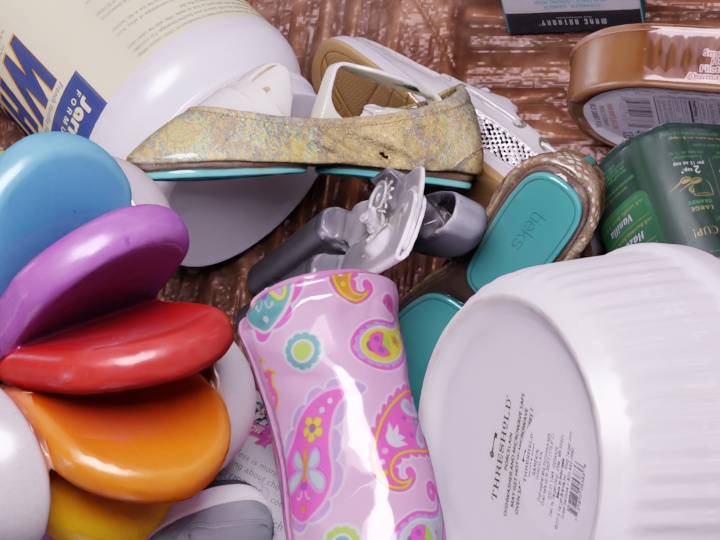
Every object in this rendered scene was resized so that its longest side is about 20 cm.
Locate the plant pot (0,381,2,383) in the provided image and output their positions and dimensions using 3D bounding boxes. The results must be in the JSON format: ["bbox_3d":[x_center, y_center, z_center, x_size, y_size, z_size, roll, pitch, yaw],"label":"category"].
[{"bbox_3d":[-0.272,0.048,1.144,0.200,0.193,0.201,-5,64,10],"label":"plant pot"}]

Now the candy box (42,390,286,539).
[{"bbox_3d":[-0.096,0.157,1.123,0.168,0.072,0.200,27,74,22],"label":"candy box"}]

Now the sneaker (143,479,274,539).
[{"bbox_3d":[-0.093,0.182,0.993,0.200,0.084,0.121,-33,48,-29],"label":"sneaker"}]

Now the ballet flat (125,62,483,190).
[{"bbox_3d":[-0.027,-0.076,1.105,0.199,0.071,0.071,0,60,-25],"label":"ballet flat"}]

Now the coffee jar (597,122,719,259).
[{"bbox_3d":[0.190,0.026,1.106,0.104,0.085,0.200,4,59,-27],"label":"coffee jar"}]

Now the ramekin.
[{"bbox_3d":[0.111,0.087,1.029,0.105,0.200,0.201,0,58,-31],"label":"ramekin"}]

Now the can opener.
[{"bbox_3d":[0.000,0.000,1.131,0.067,0.200,0.053,21,66,-18],"label":"can opener"}]

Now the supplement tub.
[{"bbox_3d":[-0.125,-0.111,1.214,0.145,0.145,0.200,-41,64,-9],"label":"supplement tub"}]

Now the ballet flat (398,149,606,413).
[{"bbox_3d":[0.070,0.012,1.137,0.071,0.065,0.200,45,123,5],"label":"ballet flat"}]

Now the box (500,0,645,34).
[{"bbox_3d":[0.110,-0.204,1.176,0.082,0.200,0.049,0,65,12],"label":"box"}]

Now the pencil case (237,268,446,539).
[{"bbox_3d":[-0.006,0.102,1.043,0.087,0.087,0.201,-12,73,6],"label":"pencil case"}]

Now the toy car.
[{"bbox_3d":[-0.129,0.025,0.976,0.175,0.150,0.200,-21,81,-40],"label":"toy car"}]

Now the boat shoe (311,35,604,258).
[{"bbox_3d":[0.061,-0.070,1.202,0.200,0.071,0.069,40,51,13],"label":"boat shoe"}]

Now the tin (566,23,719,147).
[{"bbox_3d":[0.210,-0.092,1.154,0.199,0.112,0.042,4,76,15],"label":"tin"}]
